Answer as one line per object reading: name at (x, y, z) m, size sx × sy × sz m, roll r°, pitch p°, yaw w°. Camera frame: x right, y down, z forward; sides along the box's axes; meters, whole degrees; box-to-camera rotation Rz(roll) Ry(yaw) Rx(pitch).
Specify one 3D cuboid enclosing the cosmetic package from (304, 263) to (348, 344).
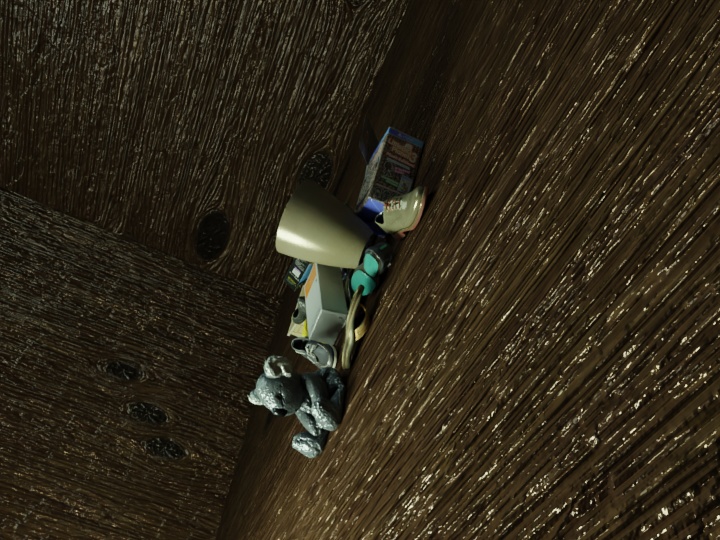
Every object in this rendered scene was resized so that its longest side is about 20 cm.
cosmetic package at (-0.089, 0.073, 1.521) m, size 0.202 × 0.070 × 0.103 m, roll -103°, pitch 32°, yaw -52°

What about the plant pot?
plant pot at (-0.073, -0.089, 1.454) m, size 0.190 × 0.196 × 0.188 m, roll -61°, pitch -11°, yaw -20°

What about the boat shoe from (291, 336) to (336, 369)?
boat shoe at (-0.126, 0.220, 1.634) m, size 0.199 × 0.061 × 0.075 m, roll 17°, pitch 96°, yaw 60°

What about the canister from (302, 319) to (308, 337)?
canister at (-0.091, 0.099, 1.767) m, size 0.149 × 0.085 × 0.203 m, roll -90°, pitch 24°, yaw -67°

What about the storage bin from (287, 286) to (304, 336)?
storage bin at (-0.163, 0.120, 2.102) m, size 0.199 × 0.092 × 0.204 m, roll 129°, pitch 160°, yaw -63°

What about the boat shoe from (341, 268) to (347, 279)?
boat shoe at (0.000, -0.057, 1.667) m, size 0.094 × 0.073 × 0.202 m, roll -107°, pitch 35°, yaw -47°

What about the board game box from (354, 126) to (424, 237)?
board game box at (0.065, -0.212, 1.495) m, size 0.160 × 0.095 × 0.204 m, roll 131°, pitch 157°, yaw -64°

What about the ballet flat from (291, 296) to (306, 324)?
ballet flat at (-0.170, 0.108, 1.763) m, size 0.068 × 0.056 × 0.200 m, roll -70°, pitch 11°, yaw -24°

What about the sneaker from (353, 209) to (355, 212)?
sneaker at (-0.011, -0.114, 1.821) m, size 0.099 × 0.069 × 0.204 m, roll 127°, pitch 165°, yaw -70°

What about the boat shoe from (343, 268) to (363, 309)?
boat shoe at (-0.001, 0.000, 1.529) m, size 0.066 × 0.070 × 0.206 m, roll 146°, pitch 139°, yaw -63°

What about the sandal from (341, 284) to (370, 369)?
sandal at (-0.006, 0.126, 1.357) m, size 0.081 × 0.052 × 0.205 m, roll -81°, pitch -1°, yaw -72°

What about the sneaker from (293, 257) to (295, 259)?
sneaker at (-0.133, -0.096, 1.754) m, size 0.072 × 0.072 × 0.201 m, roll -27°, pitch -21°, yaw -53°

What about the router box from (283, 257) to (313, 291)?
router box at (-0.113, -0.047, 1.662) m, size 0.199 × 0.051 × 0.150 m, roll -39°, pitch -14°, yaw -51°

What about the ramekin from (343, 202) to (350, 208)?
ramekin at (-0.085, -0.103, 1.867) m, size 0.200 × 0.095 × 0.206 m, roll 0°, pitch -90°, yaw -80°

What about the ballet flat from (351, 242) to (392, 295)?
ballet flat at (0.031, -0.006, 1.386) m, size 0.201 × 0.071 × 0.075 m, roll 116°, pitch 172°, yaw -62°

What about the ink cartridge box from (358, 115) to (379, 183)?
ink cartridge box at (0.025, -0.293, 1.677) m, size 0.049 × 0.202 × 0.164 m, roll -13°, pitch 39°, yaw 21°

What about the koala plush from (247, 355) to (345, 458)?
koala plush at (-0.147, 0.279, 1.368) m, size 0.186 × 0.196 × 0.179 m, roll -80°, pitch 14°, yaw -49°

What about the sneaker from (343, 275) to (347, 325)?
sneaker at (-0.048, 0.085, 1.643) m, size 0.201 × 0.074 × 0.088 m, roll -52°, pitch 9°, yaw 36°

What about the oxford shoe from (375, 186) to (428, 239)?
oxford shoe at (0.083, -0.124, 1.274) m, size 0.200 × 0.073 × 0.072 m, roll 130°, pitch 160°, yaw -62°
